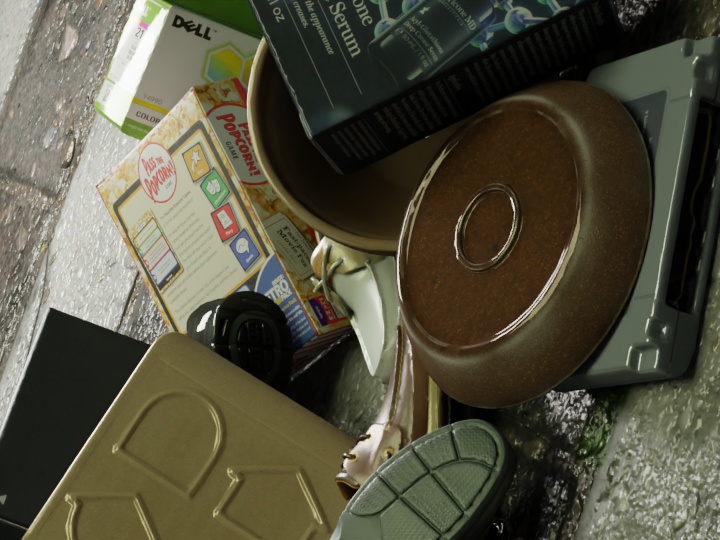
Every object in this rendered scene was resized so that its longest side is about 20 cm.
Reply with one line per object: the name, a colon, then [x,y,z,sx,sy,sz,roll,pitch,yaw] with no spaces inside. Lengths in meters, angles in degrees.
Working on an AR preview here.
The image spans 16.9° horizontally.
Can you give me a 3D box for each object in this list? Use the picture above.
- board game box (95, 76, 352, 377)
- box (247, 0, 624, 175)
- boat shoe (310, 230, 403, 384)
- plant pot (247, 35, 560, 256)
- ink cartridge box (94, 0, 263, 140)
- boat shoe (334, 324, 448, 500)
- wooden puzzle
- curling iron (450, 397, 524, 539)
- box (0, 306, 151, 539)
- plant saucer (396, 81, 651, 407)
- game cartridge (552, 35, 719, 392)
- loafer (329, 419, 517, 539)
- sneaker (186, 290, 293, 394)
board game box: [-0.098,-0.014,1.746,0.151,0.046,0.200,-38,75,46]
box: [0.038,-0.174,1.480,0.200,0.107,0.149,-26,75,5]
boat shoe: [0.000,0.000,1.624,0.200,0.068,0.075,-101,25,-49]
plant pot: [0.034,-0.102,1.570,0.093,0.200,0.201,41,-117,-74]
ink cartridge box: [-0.093,-0.181,1.839,0.200,0.148,0.076,-67,26,7]
boat shoe: [0.018,0.124,1.495,0.072,0.067,0.201,84,-169,-72]
wooden puzzle: [-0.105,0.165,1.601,0.200,0.185,0.046,-55,-17,-14]
curling iron: [0.074,0.124,1.474,0.050,0.026,0.200,-33,36,20]
box: [-0.221,0.174,1.756,0.199,0.123,0.200,116,171,-45]
plant saucer: [0.085,-0.021,1.419,0.200,0.034,0.201,-26,54,41]
game cartridge: [0.155,-0.029,1.406,0.133,0.041,0.200,-9,65,56]
loafer: [0.020,0.170,1.427,0.200,0.063,0.072,-46,53,6]
sneaker: [-0.087,0.114,1.695,0.091,0.076,0.201,1,90,61]
